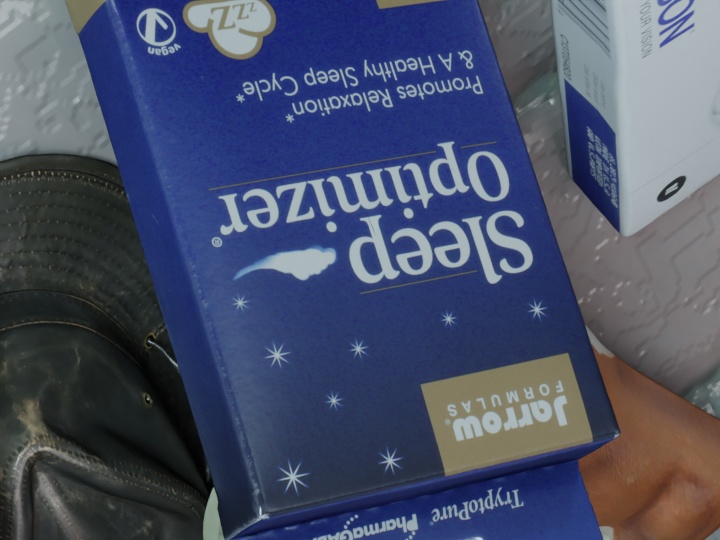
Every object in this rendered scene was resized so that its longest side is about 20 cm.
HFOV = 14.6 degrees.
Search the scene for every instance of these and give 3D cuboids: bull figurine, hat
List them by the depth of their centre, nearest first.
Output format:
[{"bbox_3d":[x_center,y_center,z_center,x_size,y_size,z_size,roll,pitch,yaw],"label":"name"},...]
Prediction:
[{"bbox_3d":[-0.101,0.070,0.858,0.200,0.081,0.201,-16,126,-23],"label":"hat"},{"bbox_3d":[0.053,0.058,0.964,0.200,0.065,0.121,33,104,-36],"label":"bull figurine"}]

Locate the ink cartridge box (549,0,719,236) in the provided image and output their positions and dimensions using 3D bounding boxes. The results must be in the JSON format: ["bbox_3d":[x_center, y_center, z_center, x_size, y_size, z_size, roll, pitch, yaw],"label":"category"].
[{"bbox_3d":[0.148,-0.116,0.879,0.200,0.041,0.200,-37,157,-8],"label":"ink cartridge box"}]

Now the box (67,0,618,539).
[{"bbox_3d":[0.000,0.000,0.813,0.121,0.200,0.032,-11,167,-29],"label":"box"}]

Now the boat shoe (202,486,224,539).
[{"bbox_3d":[0.007,0.107,0.897,0.061,0.072,0.201,-58,146,-29],"label":"boat shoe"}]
